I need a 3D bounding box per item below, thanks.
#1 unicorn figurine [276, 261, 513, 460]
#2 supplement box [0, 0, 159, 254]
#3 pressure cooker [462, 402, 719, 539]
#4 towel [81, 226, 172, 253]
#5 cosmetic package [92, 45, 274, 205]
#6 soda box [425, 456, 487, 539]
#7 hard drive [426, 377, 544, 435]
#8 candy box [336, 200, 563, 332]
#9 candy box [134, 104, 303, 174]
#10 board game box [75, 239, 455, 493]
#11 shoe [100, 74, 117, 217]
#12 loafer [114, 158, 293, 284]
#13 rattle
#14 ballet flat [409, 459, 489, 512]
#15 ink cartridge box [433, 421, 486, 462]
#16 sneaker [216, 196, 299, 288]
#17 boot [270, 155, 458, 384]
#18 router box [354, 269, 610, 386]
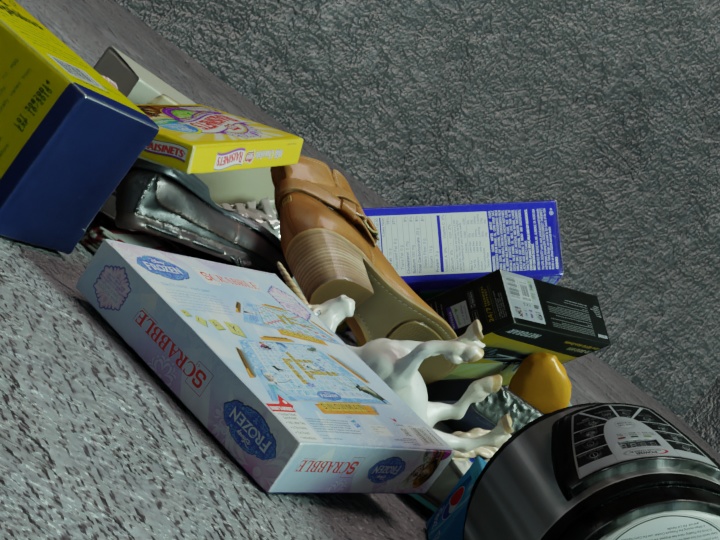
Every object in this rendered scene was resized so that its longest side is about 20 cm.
[{"bbox_3d":[0.030,0.079,1.256,0.074,0.136,0.202,-80,153,-66],"label":"unicorn figurine"},{"bbox_3d":[-0.252,-0.119,1.139,0.200,0.109,0.109,41,7,20],"label":"supplement box"},{"bbox_3d":[0.164,0.188,1.026,0.178,0.176,0.200,39,6,-19],"label":"pressure cooker"},{"bbox_3d":[-0.108,0.033,1.280,0.199,0.023,0.144,39,5,7],"label":"towel"},{"bbox_3d":[-0.166,-0.097,1.505,0.199,0.104,0.073,31,10,-43],"label":"cosmetic package"},{"bbox_3d":[0.142,0.219,1.183,0.199,0.064,0.068,37,6,-7],"label":"soda box"},{"bbox_3d":[0.118,0.138,1.435,0.139,0.033,0.200,35,-14,-12],"label":"hard drive"},{"bbox_3d":[0.072,-0.002,1.580,0.198,0.078,0.169,-2,-16,-6],"label":"candy box"},{"bbox_3d":[-0.126,-0.101,1.289,0.101,0.027,0.200,22,13,17],"label":"candy box"},{"bbox_3d":[-0.058,0.066,1.118,0.199,0.041,0.199,44,15,28],"label":"board game box"},{"bbox_3d":[-0.200,-0.098,1.320,0.071,0.092,0.200,26,-3,41],"label":"shoe"},{"bbox_3d":[-0.123,-0.021,1.326,0.071,0.064,0.200,1,-26,36],"label":"loafer"},{"bbox_3d":[0.188,0.117,1.634,0.129,0.145,0.199,16,20,39],"label":"rattle"},{"bbox_3d":[0.114,0.183,1.255,0.199,0.069,0.068,38,1,-1],"label":"ballet flat"},{"bbox_3d":[0.038,0.128,1.372,0.200,0.037,0.095,39,6,-21],"label":"ink cartridge box"},{"bbox_3d":[-0.102,-0.030,1.490,0.077,0.081,0.199,45,10,38],"label":"sneaker"},{"bbox_3d":[0.000,0.000,1.395,0.199,0.077,0.156,31,27,-41],"label":"boot"},{"bbox_3d":[0.113,0.061,1.548,0.199,0.156,0.053,13,58,-56],"label":"router box"}]
